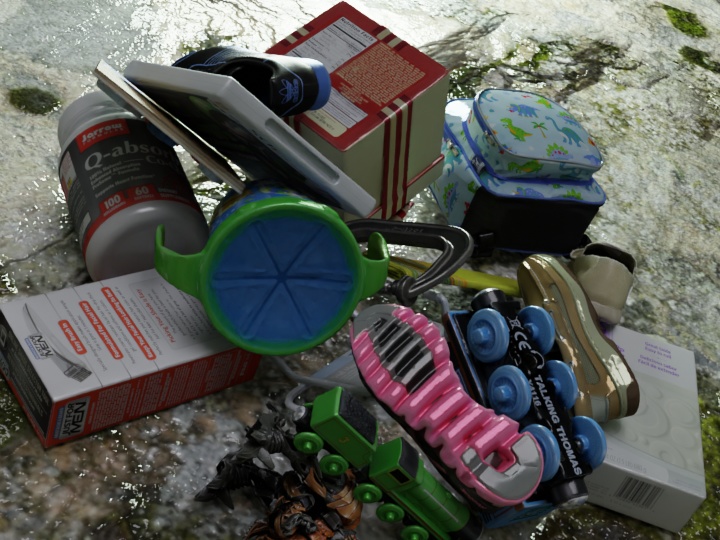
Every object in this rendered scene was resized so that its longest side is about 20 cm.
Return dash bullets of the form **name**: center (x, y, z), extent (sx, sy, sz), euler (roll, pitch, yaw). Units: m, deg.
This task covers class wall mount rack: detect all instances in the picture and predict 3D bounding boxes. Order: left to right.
- **wall mount rack**: center (-0.018, 0.056, 0.954), extent (0.174, 0.075, 0.200), euler (7, 24, 39)

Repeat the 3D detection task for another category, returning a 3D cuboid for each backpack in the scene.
- **backpack**: center (0.173, -0.127, 1.189), extent (0.183, 0.147, 0.200), euler (1, 39, -28)

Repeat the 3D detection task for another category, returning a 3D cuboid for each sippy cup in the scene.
- **sippy cup**: center (-0.076, -0.016, 0.877), extent (0.178, 0.140, 0.130), euler (37, 10, -25)

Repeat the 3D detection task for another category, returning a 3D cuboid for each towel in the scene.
- **towel**: center (0.103, 0.012, 1.039), extent (0.200, 0.018, 0.086), euler (10, 10, -32)

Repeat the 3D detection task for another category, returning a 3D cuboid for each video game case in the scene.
- **video game case**: center (-0.102, -0.118, 0.911), extent (0.182, 0.023, 0.200), euler (38, -9, -36)

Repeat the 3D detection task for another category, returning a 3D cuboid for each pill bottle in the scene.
- **pill bottle**: center (-0.224, -0.078, 0.978), extent (0.116, 0.116, 0.200), euler (-4, 45, -28)

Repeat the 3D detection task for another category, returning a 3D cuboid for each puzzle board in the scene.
- **puzzle board**: center (-0.175, -0.130, 0.910), extent (0.151, 0.017, 0.200), euler (38, 2, -19)

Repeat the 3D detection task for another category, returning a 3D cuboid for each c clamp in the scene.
- **c clamp**: center (0.000, 0.000, 0.957), extent (0.200, 0.027, 0.171), euler (3, 32, 31)

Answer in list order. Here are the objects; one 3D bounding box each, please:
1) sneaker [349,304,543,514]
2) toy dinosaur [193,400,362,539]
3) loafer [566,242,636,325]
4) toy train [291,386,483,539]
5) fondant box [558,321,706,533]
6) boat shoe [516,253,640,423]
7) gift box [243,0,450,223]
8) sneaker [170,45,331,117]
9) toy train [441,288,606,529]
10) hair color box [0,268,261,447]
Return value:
- **sneaker**: center (0.058, 0.116, 0.825), extent (0.079, 0.095, 0.200), euler (-32, 68, -19)
- **toy dinosaur**: center (-0.047, 0.181, 0.797), extent (0.136, 0.102, 0.200), euler (37, 20, -4)
- **loafer**: center (0.261, 0.004, 1.096), extent (0.076, 0.068, 0.200), euler (23, 15, 2)
- **toy train**: center (0.025, 0.159, 0.785), extent (0.200, 0.056, 0.042), euler (45, 31, -28)
- **fondant box**: center (0.247, 0.137, 0.983), extent (0.144, 0.058, 0.200), euler (19, 37, -1)
- **boat shoe**: center (0.182, 0.060, 0.956), extent (0.076, 0.072, 0.200), euler (-15, 42, -10)
- **gift box**: center (-0.034, -0.142, 1.090), extent (0.200, 0.187, 0.185), euler (-35, 62, -22)
- **sneaker**: center (-0.127, -0.178, 0.971), extent (0.200, 0.070, 0.078), euler (7, 15, 36)
- **toy train**: center (0.127, 0.117, 0.877), extent (0.087, 0.114, 0.200), euler (-1, 60, -38)
- **hair color box**: center (-0.193, 0.063, 0.868), extent (0.200, 0.064, 0.111), euler (-14, 51, -38)
